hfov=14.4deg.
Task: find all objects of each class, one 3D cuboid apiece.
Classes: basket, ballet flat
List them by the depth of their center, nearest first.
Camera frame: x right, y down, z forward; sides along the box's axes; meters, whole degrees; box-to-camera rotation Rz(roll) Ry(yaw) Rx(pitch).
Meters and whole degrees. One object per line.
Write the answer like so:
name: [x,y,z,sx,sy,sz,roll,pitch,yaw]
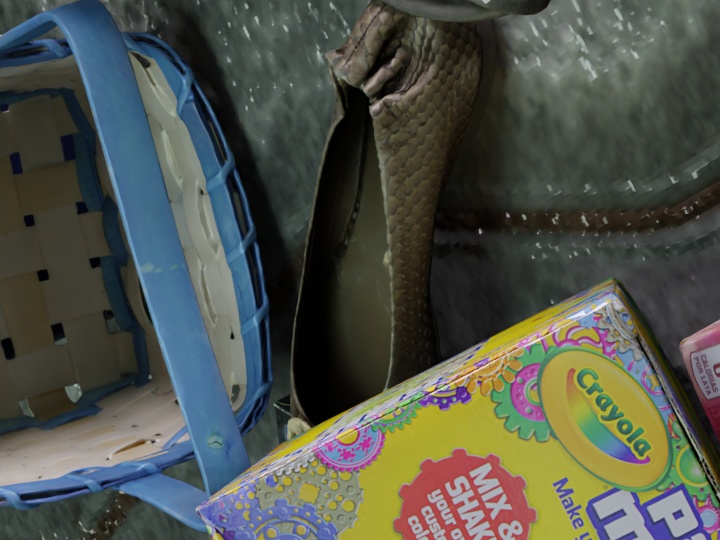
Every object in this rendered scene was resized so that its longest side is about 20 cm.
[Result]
ballet flat: [0.000,0.000,0.917,0.067,0.046,0.200,36,126,37]
basket: [-0.100,-0.005,0.992,0.200,0.139,0.177,-169,63,-69]

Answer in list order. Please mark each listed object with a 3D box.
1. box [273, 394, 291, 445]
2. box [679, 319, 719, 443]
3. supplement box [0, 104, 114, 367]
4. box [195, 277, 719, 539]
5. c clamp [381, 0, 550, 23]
box: [0.032,0.149,1.013,0.137,0.040,0.200,26,132,44]
box: [0.177,0.079,0.698,0.095,0.100,0.200,-24,91,58]
supplement box: [-0.198,-0.010,1.172,0.200,0.109,0.110,-4,108,57]
box: [0.064,0.117,0.787,0.200,0.122,0.193,64,-175,2]
c clamp: [0.034,-0.151,0.799,0.171,0.027,0.200,42,134,36]
